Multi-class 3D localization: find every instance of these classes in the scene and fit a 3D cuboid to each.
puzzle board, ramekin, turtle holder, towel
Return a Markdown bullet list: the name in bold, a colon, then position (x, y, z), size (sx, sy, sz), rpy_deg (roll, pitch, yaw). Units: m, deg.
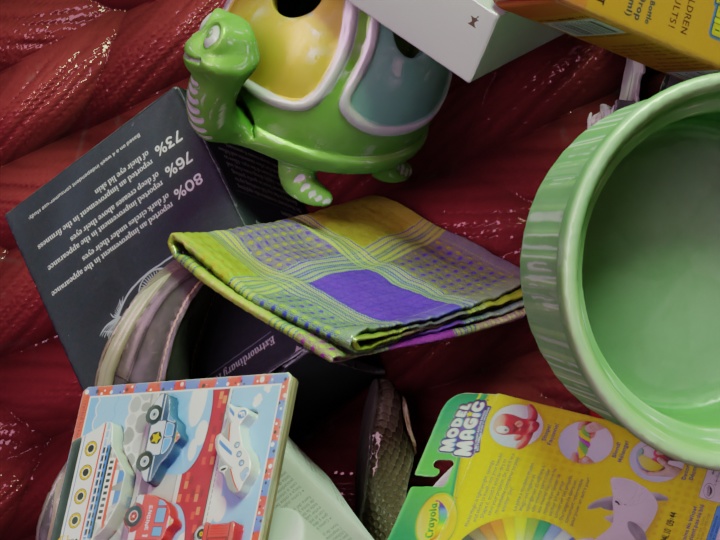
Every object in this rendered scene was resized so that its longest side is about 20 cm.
- **puzzle board**: position (-0.113, 0.151, 1.386), size (0.151, 0.017, 0.200), rpy_deg (-5, 63, 36)
- **ramekin**: position (0.179, -0.001, 1.342), size (0.098, 0.200, 0.200), rpy_deg (-174, 100, -73)
- **turtle holder**: position (-0.031, -0.132, 1.535), size (0.132, 0.185, 0.141), rpy_deg (-65, 30, 33)
- **towel**: position (0.000, 0.000, 1.499), size (0.144, 0.200, 0.023), rpy_deg (31, 116, 31)

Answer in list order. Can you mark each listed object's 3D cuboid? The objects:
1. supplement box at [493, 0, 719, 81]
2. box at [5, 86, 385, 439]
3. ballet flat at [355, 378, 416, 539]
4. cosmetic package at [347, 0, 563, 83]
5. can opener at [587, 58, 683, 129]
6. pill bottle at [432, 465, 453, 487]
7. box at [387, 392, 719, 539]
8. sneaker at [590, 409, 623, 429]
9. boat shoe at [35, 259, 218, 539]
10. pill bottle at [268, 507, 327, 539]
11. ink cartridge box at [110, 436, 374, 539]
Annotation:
- **supplement box**: position (0.175, -0.144, 1.422), size (0.069, 0.200, 0.067), rpy_deg (5, 79, 60)
- **box**: position (-0.102, 0.015, 1.598), size (0.148, 0.104, 0.200), rpy_deg (-34, 66, 19)
- **ballet flat**: position (0.020, 0.163, 1.532), size (0.046, 0.067, 0.200), rpy_deg (1, 80, -2)
- **cosmetic package**: position (0.031, -0.196, 1.498), size (0.200, 0.151, 0.052), rpy_deg (36, 123, 19)
- **can opener**: position (0.174, -0.143, 1.518), size (0.066, 0.053, 0.200), rpy_deg (9, 85, -5)
- **pill bottle**: position (0.123, 0.186, 1.435), size (0.200, 0.111, 0.111), rpy_deg (35, 97, 30)
- **box**: position (0.122, 0.136, 1.373), size (0.200, 0.048, 0.117), rpy_deg (15, 53, 15)
- **sneaker**: position (0.171, -0.008, 1.428), size (0.112, 0.071, 0.200), rpy_deg (45, 82, -10)
- **boat shoe**: position (-0.115, 0.090, 1.498), size (0.073, 0.074, 0.200), rpy_deg (26, 103, 16)
- **pill bottle**: position (-0.001, 0.223, 1.417), size (0.112, 0.200, 0.112), rpy_deg (-34, 24, 18)
- **ink cartridge box**: position (-0.060, 0.190, 1.477), size (0.161, 0.200, 0.050), rpy_deg (-40, 25, 6)
